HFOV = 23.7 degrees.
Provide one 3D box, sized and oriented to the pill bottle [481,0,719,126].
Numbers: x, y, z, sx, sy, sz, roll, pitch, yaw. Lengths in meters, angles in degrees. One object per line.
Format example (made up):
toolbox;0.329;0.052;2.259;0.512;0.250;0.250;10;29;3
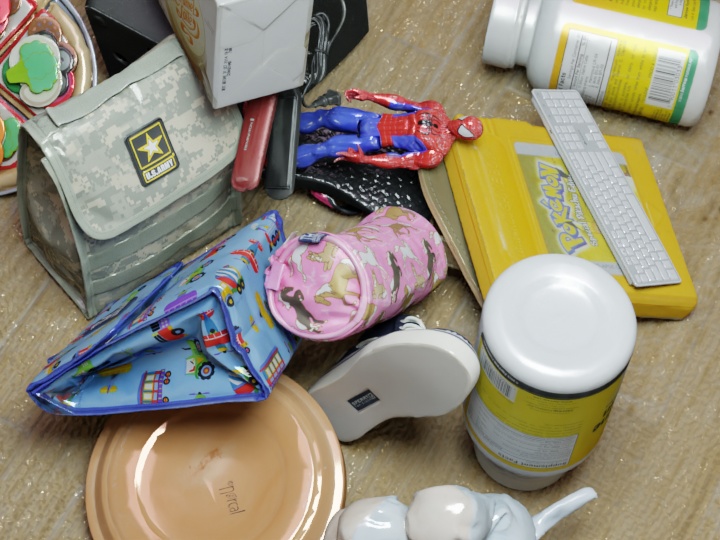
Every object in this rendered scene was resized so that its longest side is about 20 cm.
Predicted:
pill bottle;0.212;-0.202;1.515;0.198;0.113;0.113;13;58;5

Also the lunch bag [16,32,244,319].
lunch bag;-0.183;-0.083;1.364;0.164;0.201;0.118;-34;65;-23

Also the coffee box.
coffee box;-0.111;-0.238;1.294;0.079;0.115;0.201;-17;59;-19

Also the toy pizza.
toy pizza;-0.322;-0.163;1.452;0.198;0.032;0.202;0;87;3

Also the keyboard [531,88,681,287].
keyboard;0.204;-0.071;1.433;0.056;0.011;0.201;-7;61;-34

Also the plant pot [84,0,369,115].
plant pot;-0.125;-0.232;1.475;0.199;0.200;0.178;29;71;14

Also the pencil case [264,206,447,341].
pencil case;0.000;0.000;1.317;0.082;0.200;0.087;-26;87;23

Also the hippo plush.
hippo plush;0.063;0.246;1.232;0.199;0.159;0.162;10;68;-49

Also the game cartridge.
game cartridge;0.171;-0.045;1.420;0.199;0.032;0.177;5;54;-29

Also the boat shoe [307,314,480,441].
boat shoe;0.037;0.063;1.299;0.075;0.200;0.093;49;55;-13

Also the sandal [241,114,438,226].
sandal;-0.017;-0.085;1.462;0.198;0.045;0.076;18;67;-2

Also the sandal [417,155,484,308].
sandal;0.086;-0.015;1.416;0.077;0.070;0.213;-8;62;-36

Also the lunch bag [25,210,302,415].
lunch bag;-0.150;0.050;1.303;0.199;0.095;0.151;-18;18;22

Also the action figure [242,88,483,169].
action figure;0.001;-0.112;1.395;0.198;0.052;0.066;-1;66;8

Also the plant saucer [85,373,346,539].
plant saucer;-0.110;0.161;1.291;0.198;0.032;0.202;-2;68;5

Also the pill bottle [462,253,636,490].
pill bottle;0.135;0.084;1.278;0.111;0.201;0.113;2;58;-3

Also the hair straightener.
hair straightener;-0.052;-0.153;1.363;0.077;0.041;0.202;15;78;-39
